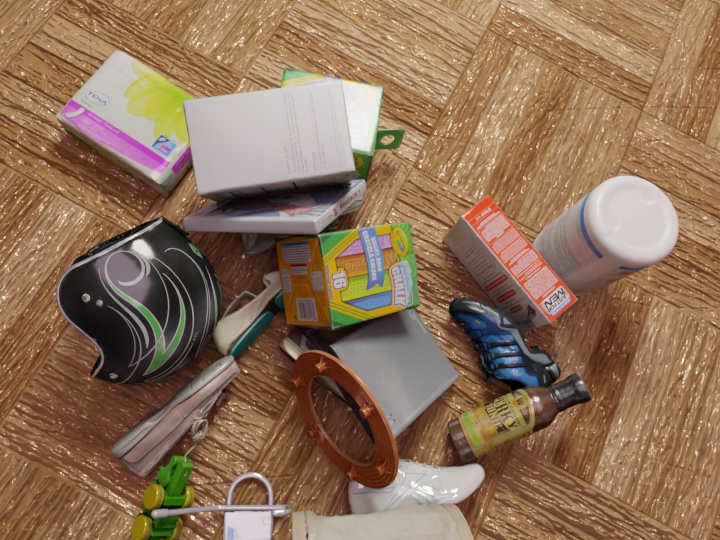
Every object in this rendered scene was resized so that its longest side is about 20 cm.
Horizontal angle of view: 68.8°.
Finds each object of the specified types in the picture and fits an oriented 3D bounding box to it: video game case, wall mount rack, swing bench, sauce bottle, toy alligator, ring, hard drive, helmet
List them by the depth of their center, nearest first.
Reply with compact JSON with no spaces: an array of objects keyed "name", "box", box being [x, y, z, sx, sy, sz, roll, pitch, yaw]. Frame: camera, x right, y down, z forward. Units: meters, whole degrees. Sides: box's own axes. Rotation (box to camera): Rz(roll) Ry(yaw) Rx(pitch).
[{"name":"swing bench","box":[0.016,0.368,0.632,0.197,0.130,0.201,1,105,-8]},{"name":"wall mount rack","box":[-0.177,0.369,0.675,0.172,0.075,0.201,2,73,-7]},{"name":"ring","box":[-0.029,0.197,0.682,0.019,0.200,0.201,-28,79,-35]},{"name":"helmet","box":[-0.283,0.048,0.694,0.199,0.200,0.192,-31,108,-14]},{"name":"toy alligator","box":[-0.256,0.287,0.696,0.054,0.059,0.201,11,78,40]},{"name":"hard drive","box":[0.048,0.135,0.734,0.200,0.033,0.140,-22,75,-53]},{"name":"video game case","box":[-0.113,-0.094,0.740,0.199,0.182,0.023,3,116,20]},{"name":"sauce bottle","box":[0.223,0.204,0.747,0.199,0.065,0.065,-28,79,7]}]

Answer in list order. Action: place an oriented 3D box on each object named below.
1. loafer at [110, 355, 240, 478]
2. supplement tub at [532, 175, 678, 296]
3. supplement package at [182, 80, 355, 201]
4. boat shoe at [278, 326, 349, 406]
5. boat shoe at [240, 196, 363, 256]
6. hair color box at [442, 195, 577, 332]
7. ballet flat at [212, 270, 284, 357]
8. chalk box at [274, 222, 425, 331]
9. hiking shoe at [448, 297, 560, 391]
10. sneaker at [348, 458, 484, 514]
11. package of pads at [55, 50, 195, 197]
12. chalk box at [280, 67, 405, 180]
[{"name":"loafer","box":[-0.242,0.200,0.726,0.200,0.072,0.063,-38,100,-9]},{"name":"supplement tub","box":[0.358,-0.044,0.795,0.131,0.200,0.133,2,75,-7]},{"name":"supplement package","box":[-0.114,-0.165,0.695,0.199,0.117,0.118,-8,94,-3]},{"name":"boat shoe","box":[-0.025,0.147,0.759,0.200,0.072,0.066,35,78,8]},{"name":"boat shoe","box":[-0.090,-0.081,0.822,0.201,0.074,0.065,-20,116,-15]},{"name":"hair color box","box":[0.224,-0.005,0.813,0.064,0.111,0.200,-35,82,-15]},{"name":"ballet flat","box":[-0.140,0.042,0.781,0.200,0.070,0.070,-41,83,-16]},{"name":"chalk box","box":[0.000,0.000,0.745,0.199,0.124,0.125,-12,96,-37]},{"name":"hiking shoe","box":[0.207,0.122,0.794,0.200,0.074,0.087,39,73,4]},{"name":"sneaker","box":[0.077,0.297,0.732,0.199,0.070,0.081,-15,74,-10]},{"name":"package of pads","box":[-0.343,-0.235,0.826,0.199,0.068,0.155,32,73,2]},{"name":"chalk box","box":[-0.032,-0.215,0.832,0.199,0.124,0.125,11,73,-3]}]
